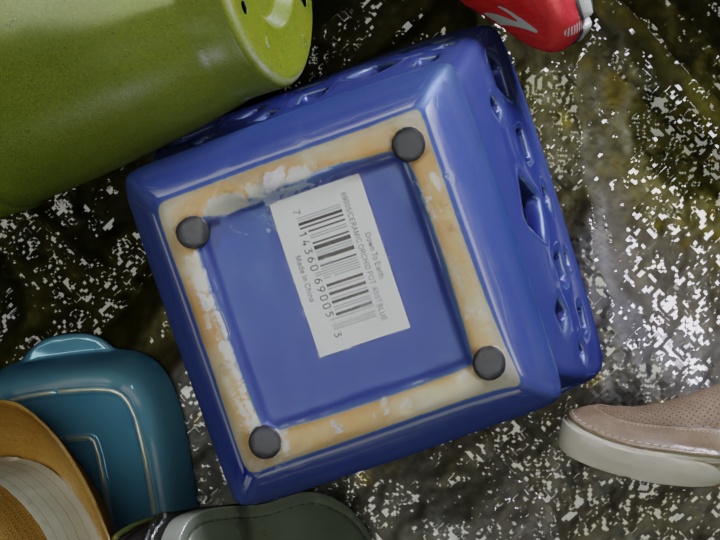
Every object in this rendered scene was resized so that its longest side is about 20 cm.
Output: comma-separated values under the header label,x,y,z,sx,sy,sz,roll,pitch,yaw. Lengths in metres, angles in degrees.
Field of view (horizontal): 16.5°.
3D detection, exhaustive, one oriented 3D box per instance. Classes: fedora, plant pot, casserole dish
label,x,y,z,sx,sy,sz,roll,pitch,yaw
fedora,-0.202,0.164,1.286,0.200,0.082,0.202,14,110,44
plant pot,-0.133,-0.133,1.222,0.192,0.200,0.202,-11,94,19
casserole dish,-0.150,0.136,1.349,0.120,0.039,0.201,-7,95,9
plant pot,0.000,0.000,1.245,0.199,0.180,0.201,-18,93,10

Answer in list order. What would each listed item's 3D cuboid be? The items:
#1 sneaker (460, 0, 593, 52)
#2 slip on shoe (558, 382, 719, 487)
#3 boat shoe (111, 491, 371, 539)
label,x,y,z,sx,sy,sz,roll,pitch,yaw
sneaker,0.026,-0.163,1.262,0.200,0.077,0.085,36,60,16
slip on shoe,0.203,0.077,1.276,0.199,0.076,0.061,6,101,4
boat shoe,-0.060,0.151,1.270,0.060,0.201,0.072,-10,77,29
